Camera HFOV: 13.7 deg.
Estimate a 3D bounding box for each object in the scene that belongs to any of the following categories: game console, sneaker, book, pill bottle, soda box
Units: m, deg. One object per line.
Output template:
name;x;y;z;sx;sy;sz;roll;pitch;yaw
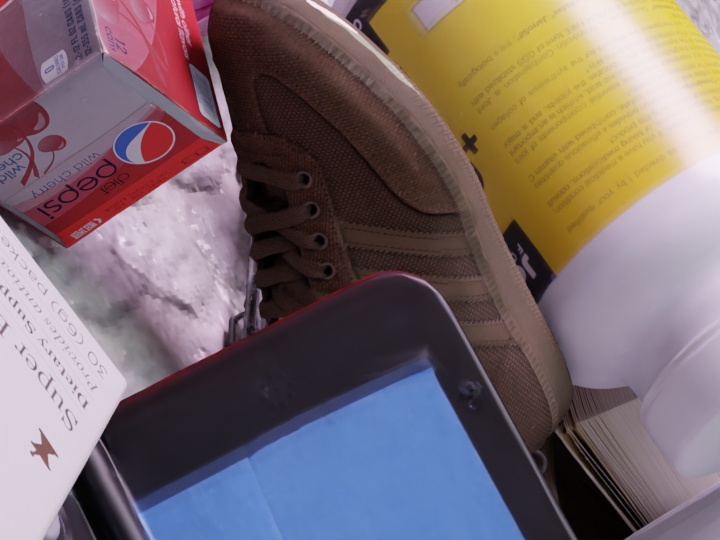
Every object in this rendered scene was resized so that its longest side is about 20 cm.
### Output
game console;-0.014;0.112;0.768;0.200;0.119;0.172;61;20;10
sneaker;0.000;0.000;0.940;0.070;0.076;0.200;16;-33;52
book;0.126;0.060;1.163;0.200;0.048;0.134;53;19;-42
pill bottle;0.082;-0.032;1.019;0.200;0.112;0.112;54;17;22
soda box;-0.104;-0.110;0.952;0.063;0.070;0.200;35;31;-45

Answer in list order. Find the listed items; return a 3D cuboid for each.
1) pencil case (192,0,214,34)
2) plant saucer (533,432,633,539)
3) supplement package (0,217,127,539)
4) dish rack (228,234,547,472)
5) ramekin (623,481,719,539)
pencil case;-0.039;-0.134;1.101;0.088;0.087;0.200;58;20;-1
plant saucer;0.112;0.144;1.140;0.200;0.029;0.200;50;22;-28
supplement package;-0.142;0.045;0.557;0.121;0.120;0.200;53;20;-13
dish rack;0.015;0.017;1.073;0.153;0.054;0.200;48;22;-24
ramekin;0.161;0.160;1.040;0.201;0.098;0.201;53;18;-25
